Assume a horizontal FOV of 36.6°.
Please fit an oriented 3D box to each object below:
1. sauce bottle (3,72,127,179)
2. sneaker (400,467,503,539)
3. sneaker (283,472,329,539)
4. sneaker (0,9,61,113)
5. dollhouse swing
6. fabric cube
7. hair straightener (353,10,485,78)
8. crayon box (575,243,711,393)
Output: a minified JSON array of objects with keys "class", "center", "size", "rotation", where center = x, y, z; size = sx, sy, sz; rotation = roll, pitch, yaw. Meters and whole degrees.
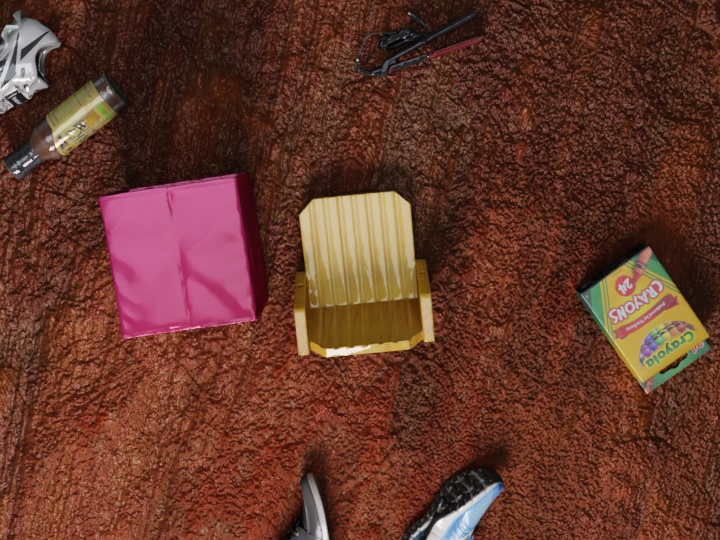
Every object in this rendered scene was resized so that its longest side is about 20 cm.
[{"class":"sauce bottle","center":[-0.439,-0.210,1.615],"size":[0.200,0.065,0.065],"rotation":[-37,95,6]},{"class":"sneaker","center":[0.151,0.391,1.687],"size":[0.090,0.078,0.200],"rotation":[39,99,-23]},{"class":"sneaker","center":[-0.100,0.415,1.676],"size":[0.106,0.075,0.201],"rotation":[-7,97,-1]},{"class":"sneaker","center":[-0.511,-0.274,1.601],"size":[0.088,0.074,0.201],"rotation":[31,96,-1]},{"class":"dollhouse swing","center":[0.000,0.000,1.592],"size":[0.199,0.182,0.177],"rotation":[-5,117,1]},{"class":"fabric cube","center":[-0.248,-0.028,1.568],"size":[0.199,0.196,0.201],"rotation":[-8,98,0]},{"class":"hair straightener","center":[0.080,-0.344,1.616],"size":[0.199,0.041,0.077],"rotation":[-20,96,7]},{"class":"crayon box","center":[0.435,0.077,1.651],"size":[0.127,0.051,0.200],"rotation":[-36,96,3]}]
